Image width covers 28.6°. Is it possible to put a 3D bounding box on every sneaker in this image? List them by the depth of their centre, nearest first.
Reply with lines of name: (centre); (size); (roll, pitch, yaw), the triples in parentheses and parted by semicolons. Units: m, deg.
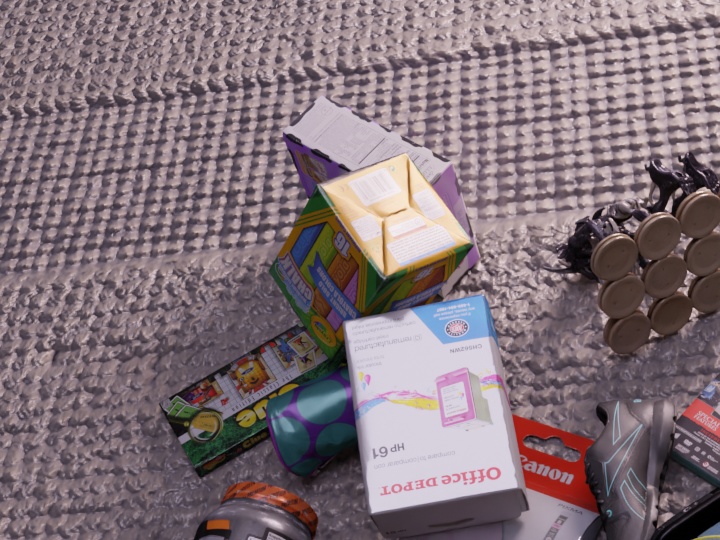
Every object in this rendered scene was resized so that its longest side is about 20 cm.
sneaker: (0.244, 0.208, 1.320); (0.079, 0.076, 0.200); (10, 55, 12)

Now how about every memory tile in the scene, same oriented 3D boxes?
memory tile: (0.327, -0.007, 1.433); (0.199, 0.154, 0.017); (-26, 37, -9)

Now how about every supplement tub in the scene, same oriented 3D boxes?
supplement tub: (-0.113, 0.307, 1.318); (0.122, 0.123, 0.200); (5, 52, 20)

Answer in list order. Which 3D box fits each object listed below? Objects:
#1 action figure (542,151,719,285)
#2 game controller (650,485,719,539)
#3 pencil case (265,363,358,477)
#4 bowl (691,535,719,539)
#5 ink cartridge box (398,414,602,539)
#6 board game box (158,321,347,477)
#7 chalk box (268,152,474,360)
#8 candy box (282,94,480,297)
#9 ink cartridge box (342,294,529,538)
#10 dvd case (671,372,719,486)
action figure: (0.284, -0.033, 1.483); (0.119, 0.200, 0.102); (-8, 62, -47)
game controller: (0.352, 0.231, 1.264); (0.200, 0.105, 0.042); (-31, 7, -9)
pencil case: (0.006, 0.139, 1.448); (0.199, 0.093, 0.085); (-22, 11, 0)
bowl: (0.335, 0.316, 1.173); (0.107, 0.201, 0.200); (2, 32, -42)
ink cartridge box: (0.149, 0.223, 1.362); (0.162, 0.057, 0.200); (16, 62, 28)
board game box: (-0.110, 0.133, 1.531); (0.200, 0.023, 0.105); (-30, 51, -9)
chalk box: (0.000, 0.000, 1.440); (0.125, 0.200, 0.124); (-23, 68, -35)
candy box: (0.025, -0.082, 1.572); (0.200, 0.168, 0.072); (31, 66, 34)
ink cartridge box: (0.070, 0.139, 1.341); (0.144, 0.085, 0.201); (-12, 64, 6)
dvd case: (0.407, 0.139, 1.374); (0.146, 0.022, 0.200); (32, 67, 35)
